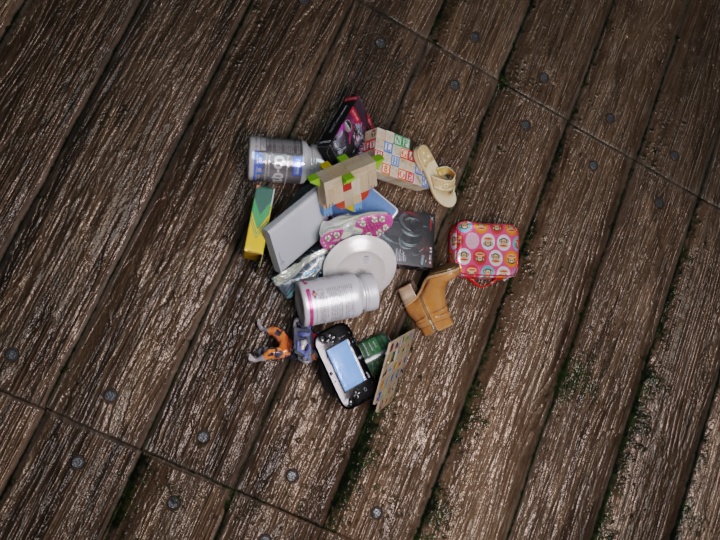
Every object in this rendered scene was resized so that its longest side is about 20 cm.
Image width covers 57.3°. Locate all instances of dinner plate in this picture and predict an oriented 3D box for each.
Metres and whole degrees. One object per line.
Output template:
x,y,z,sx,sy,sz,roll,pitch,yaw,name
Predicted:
0.000,0.000,1.716,0.196,0.024,0.203,-6,123,-10,dinner plate

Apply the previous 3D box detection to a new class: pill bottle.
-0.195,-0.286,1.721,0.196,0.114,0.116,2,82,-13,pill bottle
-0.059,0.068,1.657,0.196,0.113,0.116,-10,85,-16,pill bottle

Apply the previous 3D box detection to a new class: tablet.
-0.008,-0.169,1.750,0.199,0.014,0.131,41,94,18,tablet

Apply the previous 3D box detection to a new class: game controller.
-0.038,0.234,1.621,0.103,0.042,0.203,-25,91,-15,game controller

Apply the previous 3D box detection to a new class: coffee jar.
-0.011,0.240,1.703,0.197,0.105,0.086,-19,52,-15,coffee jar

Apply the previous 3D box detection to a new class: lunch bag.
0.344,-0.042,1.837,0.196,0.082,0.180,5,82,-13,lunch bag

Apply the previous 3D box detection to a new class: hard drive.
-0.159,-0.105,1.680,0.200,0.026,0.134,-43,138,-32,hard drive

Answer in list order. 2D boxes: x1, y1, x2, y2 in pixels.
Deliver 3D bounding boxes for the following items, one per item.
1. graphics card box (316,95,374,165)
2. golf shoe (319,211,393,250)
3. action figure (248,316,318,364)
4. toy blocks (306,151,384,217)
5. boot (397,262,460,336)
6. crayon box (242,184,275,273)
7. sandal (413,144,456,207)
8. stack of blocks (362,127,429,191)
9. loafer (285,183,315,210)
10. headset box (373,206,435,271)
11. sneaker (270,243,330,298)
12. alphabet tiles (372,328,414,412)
-0.033,-0.348,1.740,0.126,0.050,0.202,58,47,-40,graphics card box
-0.016,-0.122,1.701,0.196,0.092,0.076,-16,131,-3,golf shoe
-0.174,0.176,1.681,0.189,0.106,0.202,9,37,-1,action figure
-0.032,-0.207,1.676,0.197,0.138,0.100,-25,48,-18,toy blocks
0.208,0.080,1.752,0.198,0.077,0.157,-28,97,24,boot
-0.263,-0.102,1.675,0.050,0.127,0.204,10,80,-11,crayon box
0.224,-0.255,1.797,0.212,0.069,0.078,51,58,-29,sandal
0.101,-0.298,1.787,0.197,0.058,0.118,13,81,-34,stack of blocks
-0.164,-0.138,1.747,0.071,0.063,0.202,23,72,22,loafer
0.097,-0.085,1.786,0.196,0.077,0.152,7,82,-14,headset box
-0.136,-0.002,1.732,0.198,0.077,0.087,-32,109,-13,sneaker
0.084,0.260,1.697,0.007,0.167,0.204,20,106,22,alphabet tiles
